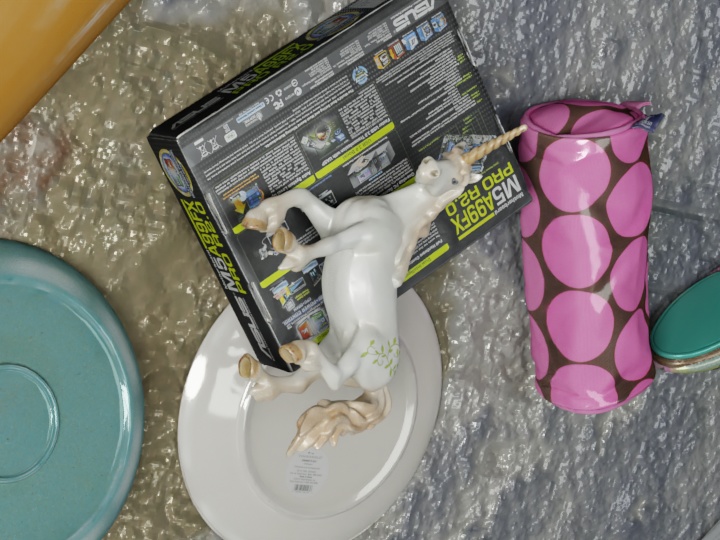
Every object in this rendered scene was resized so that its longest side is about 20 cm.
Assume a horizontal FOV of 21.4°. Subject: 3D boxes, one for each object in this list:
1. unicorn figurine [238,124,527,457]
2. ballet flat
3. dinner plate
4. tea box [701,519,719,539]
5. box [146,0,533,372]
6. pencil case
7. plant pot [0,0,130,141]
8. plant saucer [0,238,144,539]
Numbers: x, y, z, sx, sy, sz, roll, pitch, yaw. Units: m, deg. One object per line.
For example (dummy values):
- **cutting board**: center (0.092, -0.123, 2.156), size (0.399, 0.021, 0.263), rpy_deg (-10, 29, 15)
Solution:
- **unicorn figurine**: center (0.000, 0.000, 1.092), size (0.137, 0.074, 0.202), rpy_deg (-2, 112, -40)
- **ballet flat**: center (0.286, 0.018, 1.376), size (0.200, 0.069, 0.071), rpy_deg (-44, 143, -17)
- **dinner plate**: center (-0.024, 0.089, 1.198), size (0.199, 0.024, 0.202), rpy_deg (-11, 110, -32)
- **tea box**: center (0.352, 0.298, 1.415), size (0.134, 0.196, 0.201), rpy_deg (-42, 124, -18)
- **box**: center (-0.008, -0.061, 1.139), size (0.199, 0.044, 0.161), rpy_deg (-35, 113, -22)
- **pencil case**: center (0.156, -0.012, 1.259), size (0.093, 0.090, 0.202), rpy_deg (-23, 119, -43)
- **plant pot**: center (-0.184, -0.167, 0.918), size (0.199, 0.200, 0.184), rpy_deg (23, 105, -37)
- **plant saucer**: center (-0.198, 0.083, 1.040), size (0.199, 0.027, 0.202), rpy_deg (1, 88, -39)
